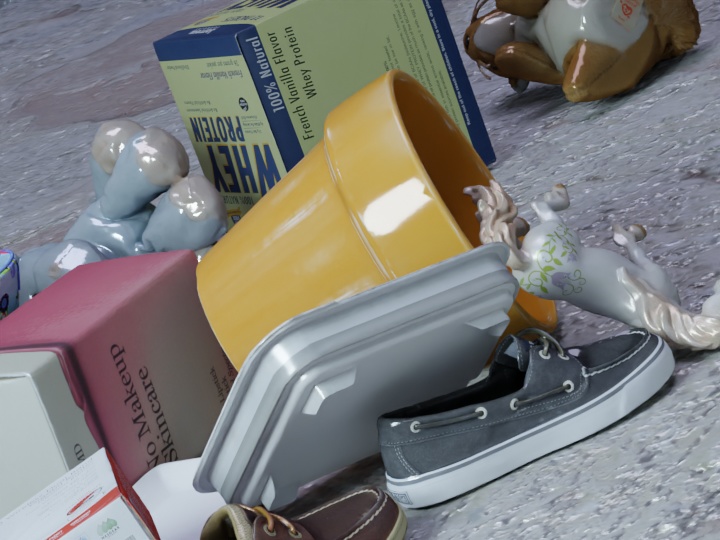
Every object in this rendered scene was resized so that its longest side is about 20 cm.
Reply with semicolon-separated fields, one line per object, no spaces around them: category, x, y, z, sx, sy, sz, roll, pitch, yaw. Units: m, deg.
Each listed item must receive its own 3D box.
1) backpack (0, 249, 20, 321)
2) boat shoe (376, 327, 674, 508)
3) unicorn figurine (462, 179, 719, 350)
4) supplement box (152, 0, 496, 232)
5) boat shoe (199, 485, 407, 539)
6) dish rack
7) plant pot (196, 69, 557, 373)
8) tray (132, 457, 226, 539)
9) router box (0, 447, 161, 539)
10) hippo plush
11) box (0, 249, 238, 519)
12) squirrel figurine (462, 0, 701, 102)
backpack;-0.311;0.090;1.791;0.134;0.200;0.183;11;25;23
boat shoe;0.096;0.070;1.569;0.200;0.066;0.070;-24;16;-17
unicorn figurine;0.163;0.003;1.662;0.200;0.074;0.137;6;23;-7
supplement box;-0.028;-0.140;2.195;0.200;0.200;0.134;-30;17;-30
boat shoe;-0.057;0.159;1.436;0.200;0.072;0.072;-30;18;-33
dish rack;0.005;0.070;1.566;0.200;0.044;0.172;-22;-29;-35
plant pot;0.000;0.000;1.737;0.183;0.200;0.200;-32;12;13
tray;-0.121;0.163;1.598;0.107;0.022;0.200;-12;17;28
router box;-0.203;0.184;1.440;0.200;0.049;0.179;-35;8;-5
hippo plush;-0.215;-0.022;2.089;0.161;0.159;0.200;-29;19;-34
box;-0.181;0.085;1.736;0.109;0.128;0.200;-8;20;33
squirrel figurine;0.196;-0.215;2.377;0.200;0.142;0.187;-12;-1;-33
